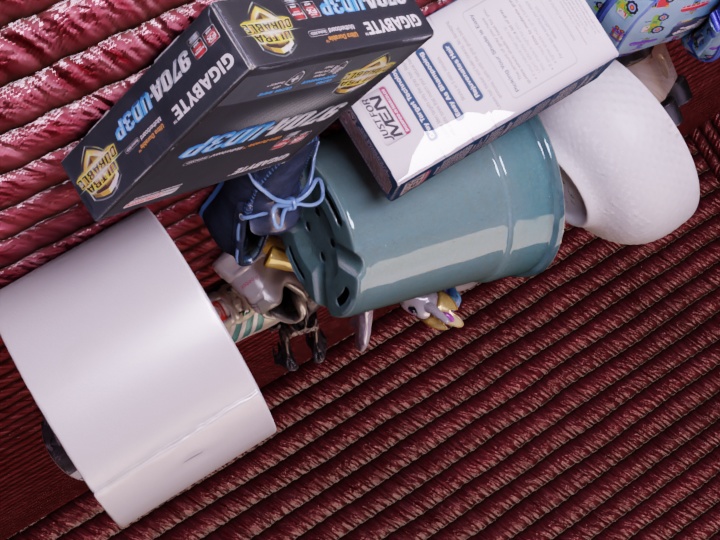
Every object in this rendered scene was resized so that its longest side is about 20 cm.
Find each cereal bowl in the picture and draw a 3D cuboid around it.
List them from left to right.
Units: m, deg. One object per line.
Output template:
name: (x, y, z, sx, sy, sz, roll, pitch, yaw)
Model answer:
cereal bowl: (0.200, -0.100, 1.123, 0.083, 0.200, 0.200, -39, 175, -12)

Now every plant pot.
plant pot: (0.041, -0.059, 1.115, 0.195, 0.201, 0.200, -20, 169, -25)

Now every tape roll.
tape roll: (-0.171, 0.072, 0.961, 0.139, 0.203, 0.203, -31, 174, -11)

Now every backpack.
backpack: (0.258, -0.238, 0.985, 0.199, 0.135, 0.183, -28, 172, -11)

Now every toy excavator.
toy excavator: (0.235, -0.190, 1.319, 0.199, 0.100, 0.195, -18, -163, 30)

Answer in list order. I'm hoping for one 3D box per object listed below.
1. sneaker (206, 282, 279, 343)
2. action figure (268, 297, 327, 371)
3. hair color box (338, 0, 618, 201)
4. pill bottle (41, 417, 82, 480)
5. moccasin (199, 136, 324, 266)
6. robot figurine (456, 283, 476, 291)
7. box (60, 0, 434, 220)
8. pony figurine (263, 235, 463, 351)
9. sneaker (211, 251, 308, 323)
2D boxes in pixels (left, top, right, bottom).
sneaker: (-0.146, 0.047, 1.488, 0.199, 0.071, 0.093, -32, 175, 5)
action figure: (-0.088, 0.043, 1.650, 0.118, 0.102, 0.201, -21, 145, -18)
hair color box: (0.083, -0.148, 0.959, 0.199, 0.100, 0.061, -31, 175, -10)
pill bottle: (-0.291, 0.169, 1.573, 0.199, 0.107, 0.106, -34, 174, 19)
moccasin: (-0.069, -0.062, 1.024, 0.080, 0.068, 0.200, -29, 173, -24)
robot figurine: (0.120, -0.057, 1.506, 0.169, 0.113, 0.201, 5, 125, -41)
box: (-0.065, -0.109, 0.782, 0.159, 0.046, 0.200, -37, 173, 35)
pony figurine: (0.000, 0.000, 1.270, 0.167, 0.199, 0.193, -65, -169, 4)
sneaker: (-0.088, 0.013, 1.377, 0.078, 0.100, 0.200, -34, 174, 21)
